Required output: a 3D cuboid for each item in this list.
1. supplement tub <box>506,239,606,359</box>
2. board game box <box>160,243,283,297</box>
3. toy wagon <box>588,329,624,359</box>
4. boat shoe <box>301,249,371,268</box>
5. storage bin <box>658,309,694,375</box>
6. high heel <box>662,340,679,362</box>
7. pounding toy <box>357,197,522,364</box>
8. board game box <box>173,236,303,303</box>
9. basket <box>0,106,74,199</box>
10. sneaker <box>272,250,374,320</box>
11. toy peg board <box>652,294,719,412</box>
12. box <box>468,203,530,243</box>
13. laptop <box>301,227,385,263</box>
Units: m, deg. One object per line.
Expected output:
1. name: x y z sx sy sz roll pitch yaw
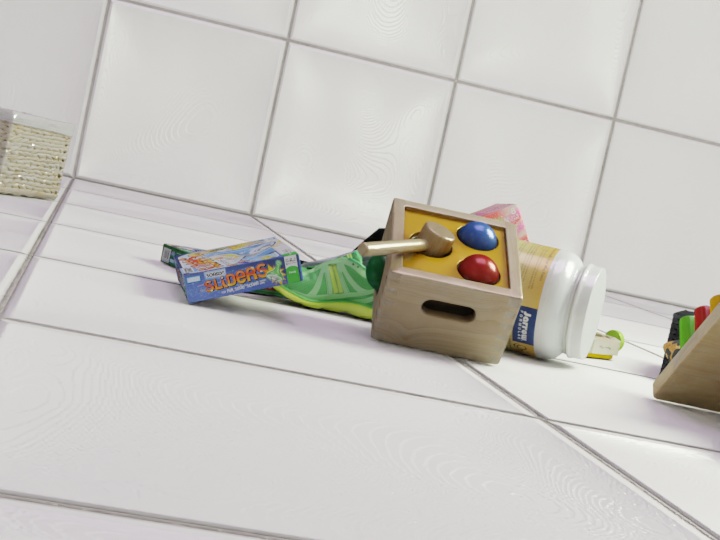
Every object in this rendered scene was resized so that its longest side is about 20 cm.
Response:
1. supplement tub: 0.210 0.034 1.684 0.199 0.145 0.144 14 4 20
2. board game box: -0.173 0.001 1.779 0.134 0.029 0.200 11 4 -35
3. toy wagon: 0.288 0.089 1.909 0.155 0.040 0.200 9 5 -42
4. boat shoe: 0.000 0.000 1.767 0.199 0.072 0.062 -1 14 37
5. storage bin: 0.509 0.117 1.829 0.135 0.094 0.200 14 4 19
6. high heel: 0.434 0.122 1.647 0.142 0.072 0.200 17 9 -40
7. pounding toy: 0.084 -0.002 1.501 0.199 0.143 0.184 12 35 -5
8. board game box: -0.151 -0.003 1.543 0.135 0.035 0.200 -12 9 -11
9. basket: -0.696 -0.238 2.493 0.197 0.162 0.200 14 5 23
10. sneaker: -0.031 0.012 1.681 0.199 0.084 0.074 11 5 -9
11. toy peg board: 0.464 0.079 1.472 0.199 0.098 0.199 12 -35 -6
12. box: 0.134 -0.017 1.823 0.199 0.103 0.095 -21 8 -12
13. laptop: -0.059 -0.045 2.209 0.199 0.104 0.177 13 4 10
